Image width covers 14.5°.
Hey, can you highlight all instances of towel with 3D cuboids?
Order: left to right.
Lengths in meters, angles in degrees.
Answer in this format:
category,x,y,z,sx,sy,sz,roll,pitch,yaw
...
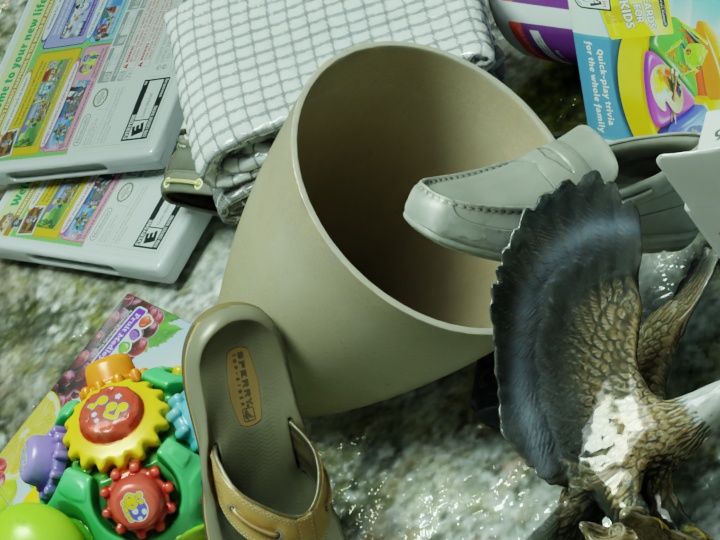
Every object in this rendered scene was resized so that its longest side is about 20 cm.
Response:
category,x,y,z,sx,sy,sz,roll,pitch,yaw
towel,-0.011,-0.121,1.727,0.200,0.086,0.166,-19,41,5

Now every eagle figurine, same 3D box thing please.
category,x,y,z,sx,sy,sz,roll,pitch,yaw
eagle figurine,0.142,0.070,1.494,0.151,0.152,0.200,-7,59,-15

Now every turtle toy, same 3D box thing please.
category,x,y,z,sx,sy,sz,roll,pitch,yaw
turtle toy,-0.139,0.126,1.600,0.146,0.101,0.200,18,59,35

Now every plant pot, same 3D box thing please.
category,x,y,z,sx,sy,sz,roll,pitch,yaw
plant pot,0.000,0.000,1.627,0.200,0.187,0.188,-46,26,48

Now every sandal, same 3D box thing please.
category,x,y,z,sx,sy,sz,roll,pitch,yaw
sandal,-0.047,0.115,1.557,0.080,0.201,0.054,-19,12,-26

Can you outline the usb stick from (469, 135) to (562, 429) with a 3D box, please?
category,x,y,z,sx,sy,sz,roll,pitch,yaw
usb stick,0.102,0.003,1.661,0.055,0.033,0.200,-11,49,29

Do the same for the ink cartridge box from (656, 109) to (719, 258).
category,x,y,z,sx,sy,sz,roll,pitch,yaw
ink cartridge box,0.246,-0.029,1.452,0.116,0.200,0.068,-7,51,32

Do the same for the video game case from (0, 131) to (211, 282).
category,x,y,z,sx,sy,sz,roll,pitch,yaw
video game case,-0.149,-0.086,1.927,0.182,0.022,0.200,8,61,41

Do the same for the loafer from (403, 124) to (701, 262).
category,x,y,z,sx,sy,sz,roll,pitch,yaw
loafer,0.110,-0.046,1.535,0.070,0.200,0.070,36,122,43

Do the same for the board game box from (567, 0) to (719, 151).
category,x,y,z,sx,sy,sz,roll,pitch,yaw
board game box,0.212,-0.102,1.578,0.200,0.151,0.047,11,32,43

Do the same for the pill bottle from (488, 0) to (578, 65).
category,x,y,z,sx,sy,sz,roll,pitch,yaw
pill bottle,0.179,-0.173,1.697,0.200,0.112,0.113,13,63,42

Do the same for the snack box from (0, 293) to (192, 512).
category,x,y,z,sx,sy,sz,roll,pitch,yaw
snack box,-0.150,0.122,1.732,0.142,0.053,0.200,23,71,44

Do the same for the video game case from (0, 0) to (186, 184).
category,x,y,z,sx,sy,sz,roll,pitch,yaw
video game case,-0.177,-0.148,1.958,0.182,0.022,0.200,-4,54,35

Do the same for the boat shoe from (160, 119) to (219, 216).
category,x,y,z,sx,sy,sz,roll,pitch,yaw
boat shoe,-0.042,-0.041,1.778,0.201,0.072,0.060,23,85,34
